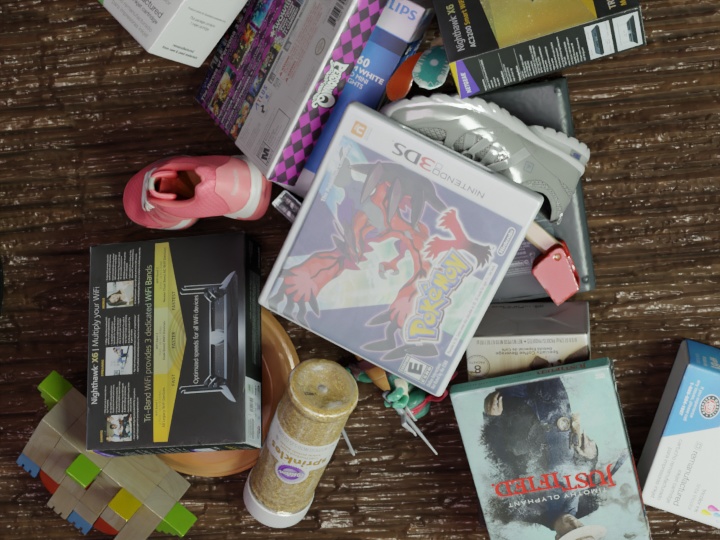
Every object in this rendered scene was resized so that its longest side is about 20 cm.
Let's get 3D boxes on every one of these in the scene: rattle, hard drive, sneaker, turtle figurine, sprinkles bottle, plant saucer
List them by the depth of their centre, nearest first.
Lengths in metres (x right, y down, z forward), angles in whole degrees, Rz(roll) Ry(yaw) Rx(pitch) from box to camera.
[{"bbox_3d":[0.104,-0.241,1.241,0.200,0.130,0.143,-15,114,-8],"label":"rattle"},{"bbox_3d":[0.107,-0.097,1.245,0.200,0.075,0.082,16,80,-17],"label":"sneaker"},{"bbox_3d":[-0.172,-0.080,1.328,0.200,0.087,0.074,-5,83,46],"label":"sneaker"},{"bbox_3d":[0.137,-0.072,1.341,0.139,0.033,0.201,-8,102,11],"label":"hard drive"},{"bbox_3d":[-0.059,0.166,1.365,0.068,0.068,0.200,25,137,3],"label":"sprinkles bottle"},{"bbox_3d":[0.007,0.089,1.371,0.200,0.101,0.150,54,146,-4],"label":"turtle figurine"},{"bbox_3d":[-0.158,0.114,1.432,0.200,0.037,0.201,2,104,9],"label":"plant saucer"}]

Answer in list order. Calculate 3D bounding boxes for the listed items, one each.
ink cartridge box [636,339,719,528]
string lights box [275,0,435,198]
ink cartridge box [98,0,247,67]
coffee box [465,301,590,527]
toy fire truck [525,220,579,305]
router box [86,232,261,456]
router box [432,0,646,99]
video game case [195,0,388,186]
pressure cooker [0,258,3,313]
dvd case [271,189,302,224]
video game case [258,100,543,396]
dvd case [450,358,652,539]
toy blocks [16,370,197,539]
[{"bbox_3d":[0.374,0.168,1.332,0.200,0.085,0.145,17,105,4],"label":"ink cartridge box"},{"bbox_3d":[-0.004,-0.163,1.307,0.059,0.103,0.200,29,106,3],"label":"string lights box"},{"bbox_3d":[-0.152,-0.308,1.283,0.145,0.084,0.200,46,108,22],"label":"ink cartridge box"},{"bbox_3d":[0.161,0.136,1.347,0.113,0.080,0.200,-2,112,9],"label":"coffee box"},{"bbox_3d":[0.094,-0.034,1.315,0.141,0.049,0.200,-34,95,15],"label":"toy fire truck"},{"bbox_3d":[-0.175,0.071,1.357,0.157,0.052,0.201,-4,77,13],"label":"router box"},{"bbox_3d":[0.134,-0.252,1.190,0.157,0.052,0.200,-16,57,8],"label":"router box"},{"bbox_3d":[-0.064,-0.201,1.280,0.036,0.181,0.200,16,109,-36],"label":"video game case"},{"bbox_3d":[-0.467,0.015,1.389,0.199,0.176,0.179,0,130,10],"label":"pressure cooker"},{"bbox_3d":[0.000,0.000,1.324,0.200,0.146,0.022,43,90,-1],"label":"dvd case"},{"bbox_3d":[0.031,-0.016,1.226,0.182,0.023,0.200,27,110,4],"label":"video game case"},{"bbox_3d":[0.175,0.182,1.300,0.146,0.022,0.200,-11,112,13],"label":"dvd case"},{"bbox_3d":[-0.264,0.210,1.434,0.200,0.100,0.137,40,138,-1],"label":"toy blocks"}]
